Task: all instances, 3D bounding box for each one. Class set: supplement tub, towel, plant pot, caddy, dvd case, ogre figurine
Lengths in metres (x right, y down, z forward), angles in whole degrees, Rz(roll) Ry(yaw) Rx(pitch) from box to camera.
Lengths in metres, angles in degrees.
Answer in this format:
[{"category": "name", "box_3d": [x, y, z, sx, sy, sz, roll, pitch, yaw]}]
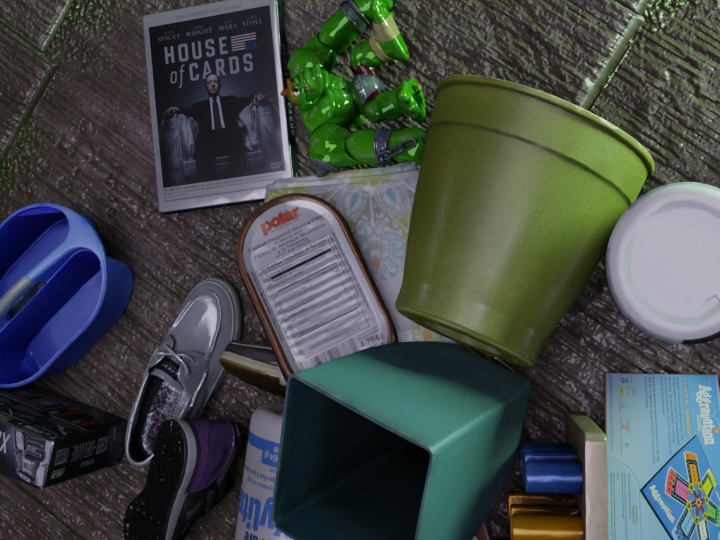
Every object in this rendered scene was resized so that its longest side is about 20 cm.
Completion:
[{"category": "supplement tub", "box_3d": [-0.051, 0.234, 1.107, 0.130, 0.132, 0.204, 8, 91, 16]}, {"category": "towel", "box_3d": [0.000, 0.000, 1.108, 0.168, 0.048, 0.204, -7, 73, 2]}, {"category": "plant pot", "box_3d": [0.121, -0.031, 1.008, 0.198, 0.200, 0.196, 21, 85, 15]}, {"category": "caddy", "box_3d": [-0.328, 0.025, 1.202, 0.200, 0.105, 0.142, -44, 79, 11]}, {"category": "dvd case", "box_3d": [-0.141, -0.166, 1.194, 0.148, 0.025, 0.204, -6, 88, 16]}, {"category": "supplement tub", "box_3d": [0.268, -0.004, 0.981, 0.120, 0.200, 0.125, 0, 89, 15]}, {"category": "plant pot", "box_3d": [0.048, 0.142, 0.981, 0.140, 0.199, 0.144, 24, 119, 31]}, {"category": "ogre figurine", "box_3d": [-0.006, -0.167, 1.115, 0.119, 0.098, 0.203, -26, 78, 19]}]

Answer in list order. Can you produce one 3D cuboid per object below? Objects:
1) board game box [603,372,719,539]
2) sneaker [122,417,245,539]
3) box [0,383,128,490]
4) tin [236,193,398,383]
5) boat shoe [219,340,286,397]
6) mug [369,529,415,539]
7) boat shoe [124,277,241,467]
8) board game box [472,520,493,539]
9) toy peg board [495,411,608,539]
[{"category": "board game box", "box_3d": [0.256, 0.164, 0.998, 0.101, 0.202, 0.020, -1, 131, 12]}, {"category": "sneaker", "box_3d": [-0.168, 0.229, 1.172, 0.076, 0.086, 0.202, 54, 131, 37]}, {"category": "box", "box_3d": [-0.352, 0.149, 1.182, 0.197, 0.157, 0.051, 18, 94, 15]}, {"category": "tin", "box_3d": [-0.039, 0.025, 1.060, 0.110, 0.042, 0.202, -24, 73, -8]}, {"category": "boat shoe", "box_3d": [-0.036, 0.092, 1.141, 0.196, 0.073, 0.066, 13, 72, 9]}, {"category": "mug", "box_3d": [0.018, 0.308, 0.999, 0.150, 0.114, 0.188, 25, 76, -22]}, {"category": "boat shoe", "box_3d": [-0.177, 0.104, 1.175, 0.069, 0.071, 0.204, 23, 96, 15]}, {"category": "board game box", "box_3d": [0.094, 0.329, 1.114, 0.101, 0.019, 0.203, -18, 84, 14]}, {"category": "toy peg board", "box_3d": [0.151, 0.229, 1.003, 0.096, 0.200, 0.203, -1, 88, 5]}]
